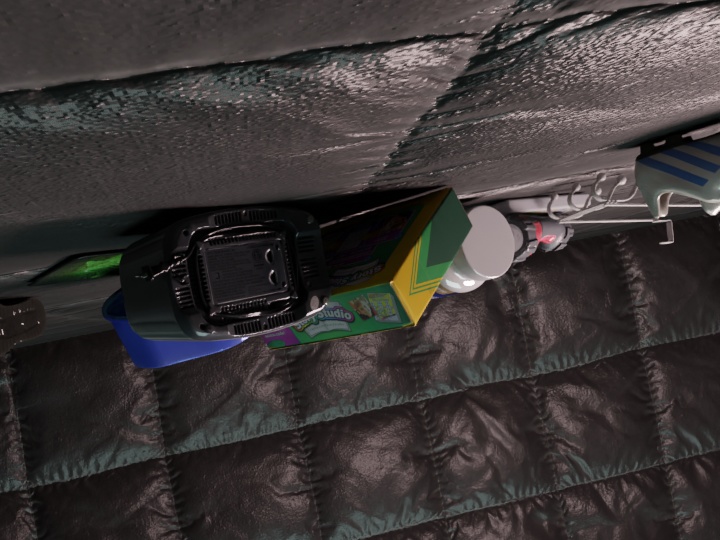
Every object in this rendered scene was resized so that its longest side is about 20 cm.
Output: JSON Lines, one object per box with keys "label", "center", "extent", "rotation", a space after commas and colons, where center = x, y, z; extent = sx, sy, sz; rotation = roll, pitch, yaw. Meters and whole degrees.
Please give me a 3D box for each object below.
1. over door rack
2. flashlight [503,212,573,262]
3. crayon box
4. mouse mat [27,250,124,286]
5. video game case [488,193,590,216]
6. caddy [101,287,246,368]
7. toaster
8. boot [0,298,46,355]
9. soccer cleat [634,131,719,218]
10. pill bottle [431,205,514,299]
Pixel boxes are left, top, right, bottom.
{"label": "over door rack", "center": [0.376, -0.092, 0.971], "extent": [0.198, 0.067, 0.148], "rotation": [10, 174, -8]}
{"label": "flashlight", "center": [0.256, -0.049, 1.054], "extent": [0.067, 0.068, 0.200], "rotation": [-14, 175, 33]}
{"label": "crayon box", "center": [0.000, 0.000, 0.769], "extent": [0.199, 0.058, 0.173], "rotation": [-14, -152, 39]}
{"label": "mouse mat", "center": [-0.288, -0.006, 0.842], "extent": [0.160, 0.008, 0.199], "rotation": [-9, 175, -39]}
{"label": "video game case", "center": [0.228, -0.085, 1.117], "extent": [0.199, 0.023, 0.182], "rotation": [-9, 176, -38]}
{"label": "caddy", "center": [-0.222, 0.038, 0.903], "extent": [0.199, 0.106, 0.142], "rotation": [-15, -157, -1]}
{"label": "toaster", "center": [-0.135, 0.008, 0.662], "extent": [0.199, 0.115, 0.129], "rotation": [-12, -179, -43]}
{"label": "boot", "center": [-0.539, 0.083, 0.960], "extent": [0.137, 0.078, 0.200], "rotation": [-7, 176, 6]}
{"label": "soccer cleat", "center": [0.366, -0.103, 0.689], "extent": [0.070, 0.087, 0.199], "rotation": [-8, 175, -42]}
{"label": "pill bottle", "center": [0.110, -0.022, 0.982], "extent": [0.115, 0.117, 0.200], "rotation": [-9, 176, -33]}
